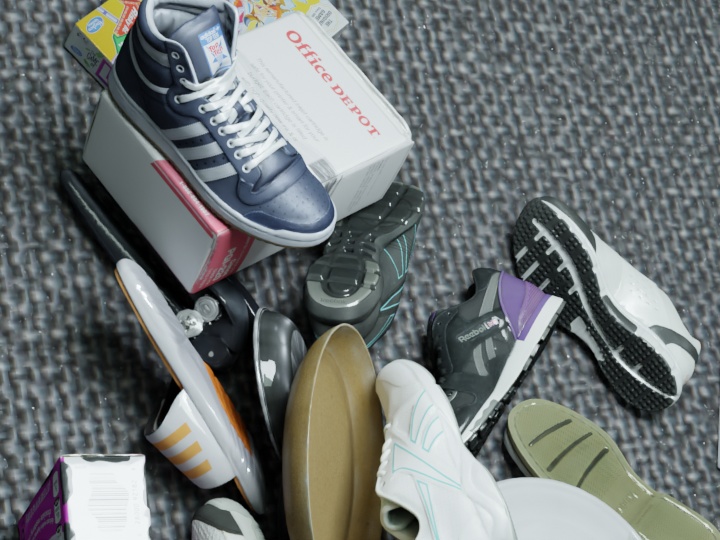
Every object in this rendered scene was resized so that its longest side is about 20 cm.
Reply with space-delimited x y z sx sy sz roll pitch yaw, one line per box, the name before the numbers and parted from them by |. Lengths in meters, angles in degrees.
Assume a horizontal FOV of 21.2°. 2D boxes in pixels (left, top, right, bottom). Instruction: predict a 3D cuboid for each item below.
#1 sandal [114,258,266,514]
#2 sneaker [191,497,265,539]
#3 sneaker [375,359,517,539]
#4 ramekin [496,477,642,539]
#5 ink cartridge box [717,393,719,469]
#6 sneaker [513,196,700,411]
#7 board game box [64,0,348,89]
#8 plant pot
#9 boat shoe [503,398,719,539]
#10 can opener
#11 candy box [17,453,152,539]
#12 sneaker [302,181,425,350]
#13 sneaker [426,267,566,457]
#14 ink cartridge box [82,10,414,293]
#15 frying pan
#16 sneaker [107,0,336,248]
sandal | -0.134 0.089 1.367 0.059 0.079 0.207 -29 101 4
sneaker | -0.101 0.251 1.306 0.087 0.076 0.201 -2 63 -21
sneaker | 0.040 0.137 1.352 0.080 0.071 0.201 -24 41 -5
ramekin | 0.121 0.260 1.394 0.201 0.094 0.204 11 61 -20
ink cartridge box | 0.404 0.080 1.554 0.145 0.200 0.148 17 58 -16
sneaker | 0.202 0.021 1.578 0.200 0.074 0.080 54 41 2
board game box | -0.121 -0.190 1.544 0.134 0.034 0.200 46 55 1
plant pot | -0.020 0.138 1.354 0.027 0.200 0.201 -2 60 15
boat shoe | 0.186 0.182 1.480 0.075 0.069 0.200 -35 62 -29
can opener | -0.153 -0.007 1.430 0.200 0.079 0.063 45 94 5
candy box | -0.175 0.235 1.241 0.061 0.136 0.201 1 64 -23
sneaker | 0.000 0.000 1.489 0.075 0.080 0.200 8 36 16
sneaker | 0.078 0.079 1.492 0.087 0.076 0.200 30 51 9
ink cartridge box | -0.082 -0.092 1.425 0.199 0.085 0.146 -28 70 -34
frying pan | -0.054 0.110 1.368 0.031 0.115 0.191 -11 44 8
sneaker | -0.087 -0.107 1.308 0.200 0.109 0.070 41 52 11
